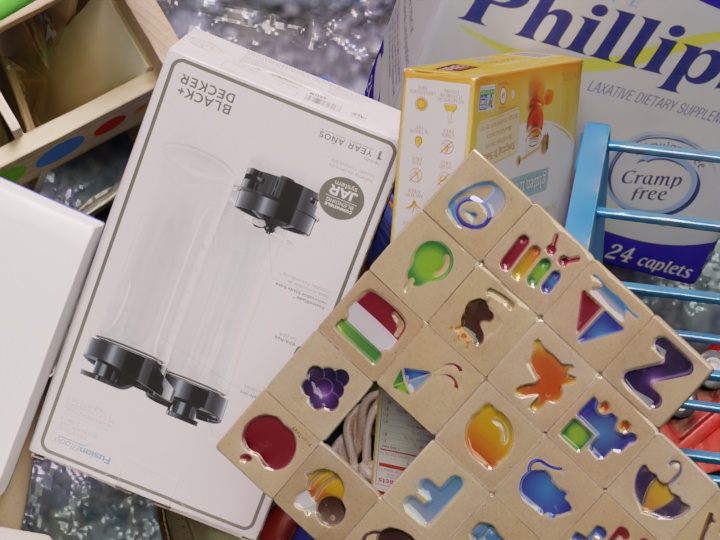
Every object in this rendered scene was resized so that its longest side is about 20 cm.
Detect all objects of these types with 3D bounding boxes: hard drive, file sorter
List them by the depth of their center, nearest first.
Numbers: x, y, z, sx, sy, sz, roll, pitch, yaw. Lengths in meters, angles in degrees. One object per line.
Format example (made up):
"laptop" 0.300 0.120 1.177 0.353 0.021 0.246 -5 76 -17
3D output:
"hard drive" -0.228 0.001 0.961 0.198 0.025 0.133 23 100 5
"file sorter" 0.147 0.055 0.994 0.121 0.140 0.201 7 46 10

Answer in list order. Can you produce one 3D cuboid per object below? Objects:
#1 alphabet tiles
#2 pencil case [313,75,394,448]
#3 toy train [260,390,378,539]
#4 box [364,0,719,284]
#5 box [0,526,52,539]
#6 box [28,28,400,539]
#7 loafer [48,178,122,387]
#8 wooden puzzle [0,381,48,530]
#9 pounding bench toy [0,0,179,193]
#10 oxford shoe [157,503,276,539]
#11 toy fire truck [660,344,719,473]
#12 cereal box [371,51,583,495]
"alphabet tiles" 0.065 0.079 0.882 0.200 0.008 0.167 43 99 5
"pencil case" 0.000 0.000 1.049 0.201 0.086 0.078 58 42 -22
"toy train" 0.015 0.146 1.020 0.115 0.084 0.201 31 85 -44
"box" 0.114 -0.116 1.068 0.182 0.201 0.105 13 37 -9
"box" -0.196 0.209 0.934 0.094 0.078 0.202 10 86 -7
"box" -0.062 0.007 0.968 0.116 0.060 0.202 20 106 0
"loafer" -0.134 0.001 1.061 0.200 0.070 0.070 -43 88 -18
"wooden puzzle" -0.246 0.058 1.002 0.198 0.037 0.187 11 94 6
"pounding bench toy" -0.179 -0.108 1.011 0.155 0.200 0.125 -29 84 -18
"oxford shoe" -0.064 0.089 1.052 0.070 0.075 0.202 -5 78 -14
"toy fire truck" 0.199 0.113 1.116 0.199 0.049 0.141 -38 89 -16
"cereal box" 0.054 0.006 0.963 0.039 0.144 0.202 8 102 22
